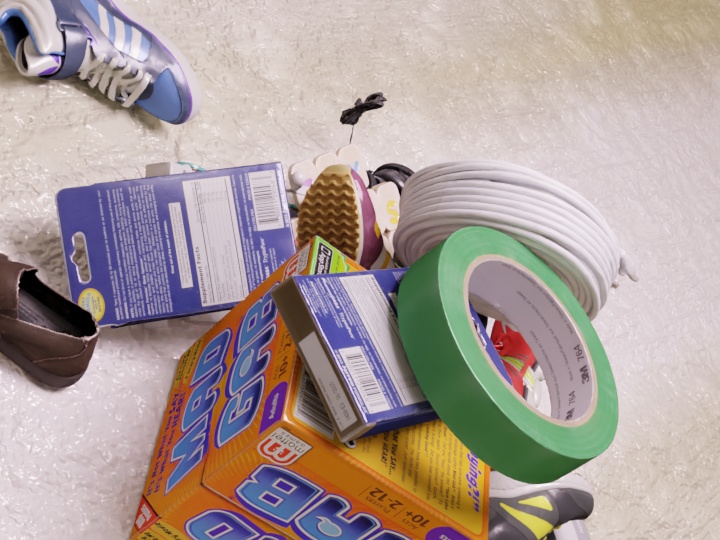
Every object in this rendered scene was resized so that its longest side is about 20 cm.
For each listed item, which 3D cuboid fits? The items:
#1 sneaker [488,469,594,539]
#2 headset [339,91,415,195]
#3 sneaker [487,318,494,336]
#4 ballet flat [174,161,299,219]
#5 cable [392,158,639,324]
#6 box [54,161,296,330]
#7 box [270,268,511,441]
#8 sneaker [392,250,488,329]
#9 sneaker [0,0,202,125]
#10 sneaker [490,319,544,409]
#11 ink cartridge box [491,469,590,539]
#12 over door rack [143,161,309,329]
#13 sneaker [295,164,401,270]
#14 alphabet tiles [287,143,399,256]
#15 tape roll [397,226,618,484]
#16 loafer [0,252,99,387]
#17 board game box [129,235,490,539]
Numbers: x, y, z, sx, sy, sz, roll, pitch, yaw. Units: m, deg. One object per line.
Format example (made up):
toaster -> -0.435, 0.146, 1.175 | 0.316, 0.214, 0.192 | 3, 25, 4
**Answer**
sneaker -> 0.131, 0.221, 1.192 | 0.199, 0.074, 0.085 | 8, 71, -40
headset -> 0.026, -0.086, 1.470 | 0.123, 0.094, 0.201 | -13, 79, -53
sneaker -> 0.133, 0.062, 1.484 | 0.099, 0.078, 0.200 | 47, 43, -16
ballet flat -> -0.115, -0.044, 1.306 | 0.199, 0.073, 0.073 | 20, 44, -46
cable -> 0.125, -0.019, 1.185 | 0.200, 0.199, 0.070 | 50, 51, -49
box -> -0.154, -0.021, 1.154 | 0.199, 0.032, 0.122 | -8, 86, -22
box -> 0.030, 0.056, 1.029 | 0.199, 0.032, 0.122 | -5, 63, -51
sneaker -> 0.066, 0.049, 1.319 | 0.076, 0.115, 0.200 | 5, 32, -18
sneaker -> -0.256, -0.191, 1.275 | 0.200, 0.080, 0.147 | 49, 43, -8
sneaker -> 0.130, 0.094, 1.297 | 0.085, 0.077, 0.201 | 33, 36, -13
ink cartridge box -> 0.140, 0.283, 1.263 | 0.175, 0.084, 0.201 | 13, 49, -40
over door rack -> -0.093, -0.015, 1.221 | 0.199, 0.066, 0.149 | 5, 81, -33
sneaker -> 0.000, 0.000, 1.220 | 0.090, 0.075, 0.202 | -23, 113, -52
alphabet tiles -> -0.010, -0.023, 1.365 | 0.200, 0.015, 0.197 | -25, 104, -52
tape roll -> 0.115, 0.063, 1.041 | 0.200, 0.048, 0.201 | 31, 39, -29
loafer -> -0.283, 0.009, 1.054 | 0.200, 0.071, 0.073 | 35, 37, -21
board game box -> -0.032, 0.141, 1.100 | 0.199, 0.200, 0.201 | 34, 37, -22
